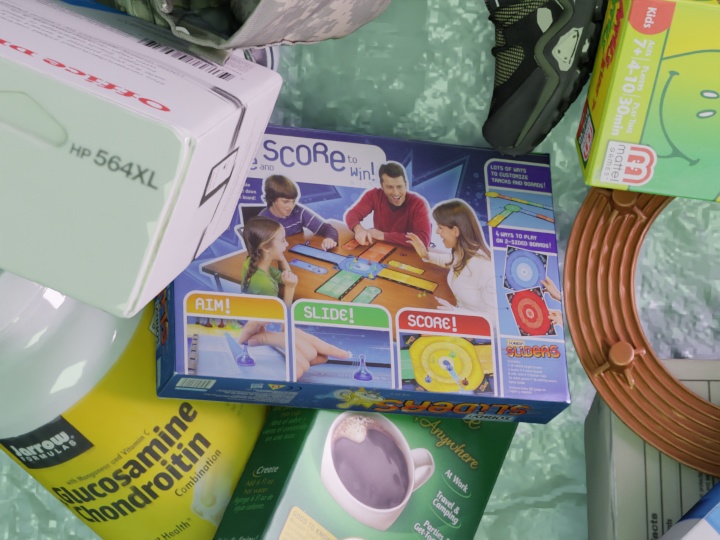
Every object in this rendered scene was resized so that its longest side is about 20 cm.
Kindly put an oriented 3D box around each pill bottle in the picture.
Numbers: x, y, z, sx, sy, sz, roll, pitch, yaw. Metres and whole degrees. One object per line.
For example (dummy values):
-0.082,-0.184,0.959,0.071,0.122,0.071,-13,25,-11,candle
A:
-0.125,0.058,1.257,0.112,0.112,0.200,-38,120,10,pill bottle

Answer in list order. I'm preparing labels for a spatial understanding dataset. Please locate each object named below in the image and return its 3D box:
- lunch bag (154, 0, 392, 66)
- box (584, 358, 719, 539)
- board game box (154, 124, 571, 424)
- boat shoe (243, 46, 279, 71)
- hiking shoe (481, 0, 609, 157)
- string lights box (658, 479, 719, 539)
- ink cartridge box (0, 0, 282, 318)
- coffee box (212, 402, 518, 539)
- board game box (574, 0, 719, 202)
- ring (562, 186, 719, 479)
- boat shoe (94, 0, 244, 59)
-0.028,-0.195,1.158,0.117,0.164,0.200,21,103,16,lunch bag
0.216,0.120,1.286,0.200,0.109,0.128,1,70,-1,box
0.000,0.000,1.239,0.200,0.034,0.136,6,66,-19,board game box
-0.136,-0.076,1.246,0.200,0.091,0.071,-15,108,3,boat shoe
0.078,-0.157,1.246,0.100,0.076,0.200,18,105,10,hiking shoe
0.233,0.108,1.193,0.200,0.059,0.103,-42,89,-12,string lights box
-0.128,-0.061,1.088,0.146,0.200,0.084,22,104,4,ink cartridge box
0.000,0.115,1.260,0.123,0.200,0.044,40,147,-29,coffee box
0.211,-0.082,1.220,0.200,0.048,0.102,7,119,-7,board game box
0.200,0.008,1.260,0.200,0.019,0.201,0,70,-1,ring
-0.124,-0.165,1.202,0.064,0.071,0.200,-27,88,-21,boat shoe
